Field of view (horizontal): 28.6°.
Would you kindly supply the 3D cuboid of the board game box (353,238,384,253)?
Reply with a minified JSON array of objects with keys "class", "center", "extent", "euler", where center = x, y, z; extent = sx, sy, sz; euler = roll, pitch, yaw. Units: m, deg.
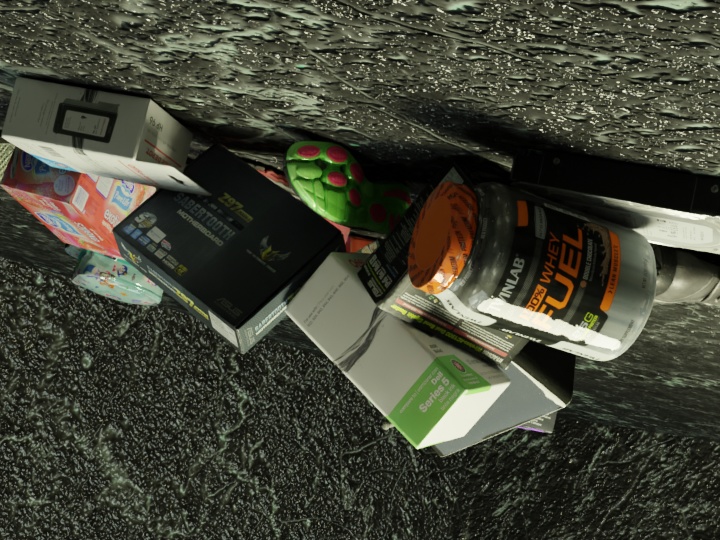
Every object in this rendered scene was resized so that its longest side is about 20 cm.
[{"class":"board game box","center":[0.000,0.000,1.763],"extent":[0.104,0.024,0.199],"euler":[-11,168,-43]}]

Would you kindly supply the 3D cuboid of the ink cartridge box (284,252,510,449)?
[{"class":"ink cartridge box","center":[0.039,0.076,1.438],"extent":[0.200,0.084,0.145],"euler":[45,-164,17]}]

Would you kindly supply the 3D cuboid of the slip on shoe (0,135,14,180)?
[{"class":"slip on shoe","center":[-0.458,-0.144,1.814],"extent":[0.197,0.075,0.061],"euler":[6,-155,10]}]

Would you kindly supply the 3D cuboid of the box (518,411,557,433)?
[{"class":"box","center":[0.188,0.090,1.779],"extent":[0.105,0.203,0.121],"euler":[21,169,-42]}]

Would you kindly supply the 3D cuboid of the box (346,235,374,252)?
[{"class":"box","center":[0.033,0.025,1.961],"extent":[0.094,0.101,0.200],"euler":[11,172,15]}]

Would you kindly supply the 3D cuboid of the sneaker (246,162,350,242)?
[{"class":"sneaker","center":[-0.102,-0.066,1.610],"extent":[0.198,0.088,0.074],"euler":[14,171,-7]}]

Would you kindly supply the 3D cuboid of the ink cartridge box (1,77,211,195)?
[{"class":"ink cartridge box","center":[-0.252,-0.137,1.460],"extent":[0.198,0.069,0.116],"euler":[12,172,18]}]

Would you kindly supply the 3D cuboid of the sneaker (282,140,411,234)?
[{"class":"sneaker","center":[-0.025,-0.078,1.453],"extent":[0.083,0.078,0.199],"euler":[4,166,33]}]

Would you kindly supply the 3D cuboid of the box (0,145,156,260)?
[{"class":"box","center":[-0.324,-0.098,1.646],"extent":[0.094,0.104,0.200],"euler":[16,166,15]}]

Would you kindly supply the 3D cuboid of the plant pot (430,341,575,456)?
[{"class":"plant pot","center":[0.118,0.057,1.611],"extent":[0.198,0.201,0.177],"euler":[-27,124,36]}]

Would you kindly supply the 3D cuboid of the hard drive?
[{"class":"hard drive","center":[0.240,-0.060,1.266],"extent":[0.198,0.038,0.140],"euler":[13,171,16]}]

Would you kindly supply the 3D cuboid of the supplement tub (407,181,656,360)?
[{"class":"supplement tub","center":[0.149,-0.003,1.243],"extent":[0.198,0.124,0.122],"euler":[17,171,-19]}]

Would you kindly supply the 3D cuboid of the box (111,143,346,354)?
[{"class":"box","center":[-0.137,-0.027,1.474],"extent":[0.199,0.157,0.051],"euler":[36,154,27]}]

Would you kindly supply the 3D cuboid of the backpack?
[{"class":"backpack","center":[-0.329,-0.029,2.079],"extent":[0.198,0.153,0.177],"euler":[11,172,-18]}]

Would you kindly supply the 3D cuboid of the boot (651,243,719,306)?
[{"class":"boot","center":[0.344,0.018,1.526],"extent":[0.130,0.071,0.200],"euler":[10,177,-10]}]

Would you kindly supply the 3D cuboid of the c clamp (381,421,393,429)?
[{"class":"c clamp","center":[0.062,0.085,1.697],"extent":[0.027,0.203,0.170],"euler":[-20,166,35]}]

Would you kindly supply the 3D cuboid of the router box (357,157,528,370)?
[{"class":"router box","center":[0.117,-0.003,1.396],"extent":[0.199,0.150,0.062],"euler":[27,-161,-39]}]
